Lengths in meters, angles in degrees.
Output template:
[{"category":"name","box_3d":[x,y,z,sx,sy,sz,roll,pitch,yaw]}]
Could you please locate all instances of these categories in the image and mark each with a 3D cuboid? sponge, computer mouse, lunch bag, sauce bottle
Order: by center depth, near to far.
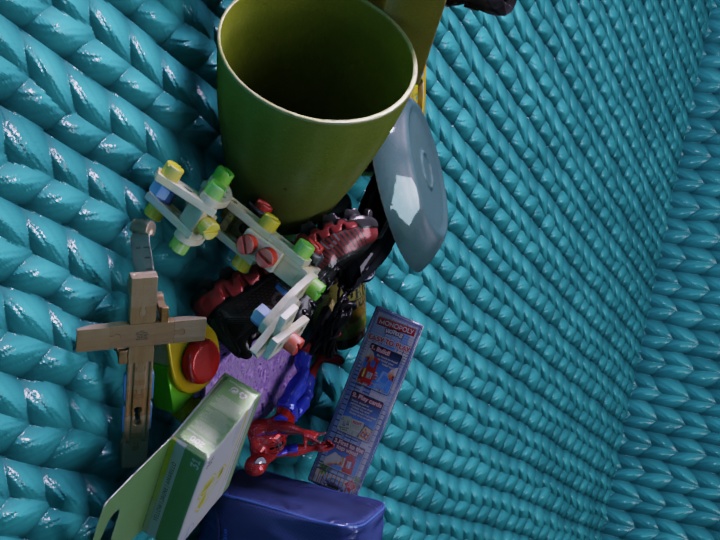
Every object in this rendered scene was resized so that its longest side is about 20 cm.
[{"category":"lunch bag","box_3d":[-0.066,0.296,1.460,0.136,0.197,0.134,-7,108,-71]},{"category":"sponge","box_3d":[-0.119,0.110,1.476,0.200,0.029,0.113,-43,138,-55]},{"category":"computer mouse","box_3d":[0.000,0.000,1.480,0.141,0.045,0.202,120,-11,-57]},{"category":"sauce bottle","box_3d":[-0.027,0.001,1.578,0.202,0.064,0.065,87,26,-44]}]

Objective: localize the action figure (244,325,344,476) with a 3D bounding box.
[{"category":"action figure","box_3d":[-0.051,0.148,1.501,0.201,0.098,0.066,-54,146,-40]}]

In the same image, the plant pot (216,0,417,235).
[{"category":"plant pot","box_3d":[-0.058,-0.134,1.351,0.188,0.185,0.201,-57,170,-42]}]

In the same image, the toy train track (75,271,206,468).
[{"category":"toy train track","box_3d":[-0.198,0.085,1.258,0.113,0.033,0.202,-4,122,-21]}]

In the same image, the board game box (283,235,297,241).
[{"category":"board game box","box_3d":[-0.071,-0.081,1.521,0.105,0.023,0.201,74,33,-49]}]

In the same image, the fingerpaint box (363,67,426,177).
[{"category":"fingerpaint box","box_3d":[0.014,-0.190,1.572,0.200,0.072,0.170,0,92,-70]}]

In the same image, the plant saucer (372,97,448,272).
[{"category":"plant saucer","box_3d":[0.054,-0.101,1.468,0.200,0.035,0.203,-13,90,-75]}]

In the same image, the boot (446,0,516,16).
[{"category":"boot","box_3d":[0.082,-0.321,1.556,0.164,0.197,0.067,-23,120,-63]}]

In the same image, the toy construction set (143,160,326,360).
[{"category":"toy construction set","box_3d":[-0.102,-0.016,1.278,0.092,0.201,0.131,-39,173,14]}]

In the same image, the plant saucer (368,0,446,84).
[{"category":"plant saucer","box_3d":[0.021,-0.305,1.387,0.200,0.048,0.203,109,-33,-71]}]

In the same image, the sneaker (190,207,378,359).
[{"category":"sneaker","box_3d":[-0.061,0.017,1.373,0.099,0.199,0.071,59,-5,10]}]

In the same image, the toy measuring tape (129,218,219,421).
[{"category":"toy measuring tape","box_3d":[-0.167,0.042,1.296,0.074,0.073,0.203,-39,128,-57]}]

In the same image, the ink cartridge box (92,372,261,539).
[{"category":"ink cartridge box","box_3d":[-0.172,0.204,1.295,0.200,0.048,0.146,-51,167,-48]}]

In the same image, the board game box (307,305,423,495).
[{"category":"board game box","box_3d":[0.015,0.132,1.624,0.200,0.061,0.202,-57,170,-78]}]
